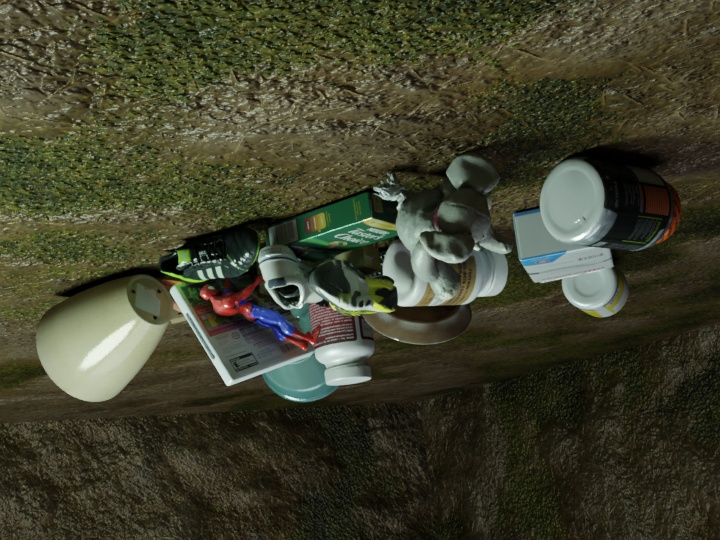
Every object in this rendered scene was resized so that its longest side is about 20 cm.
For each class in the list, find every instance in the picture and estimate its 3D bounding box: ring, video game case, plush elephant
[{"bbox_3d":[-0.272,0.052,1.729,0.198,0.019,0.201,15,159,6],"label":"ring"},{"bbox_3d":[-0.187,0.083,1.618,0.199,0.183,0.023,-16,157,-50],"label":"video game case"},{"bbox_3d":[0.130,-0.062,1.328,0.199,0.166,0.154,35,168,-37],"label":"plush elephant"}]

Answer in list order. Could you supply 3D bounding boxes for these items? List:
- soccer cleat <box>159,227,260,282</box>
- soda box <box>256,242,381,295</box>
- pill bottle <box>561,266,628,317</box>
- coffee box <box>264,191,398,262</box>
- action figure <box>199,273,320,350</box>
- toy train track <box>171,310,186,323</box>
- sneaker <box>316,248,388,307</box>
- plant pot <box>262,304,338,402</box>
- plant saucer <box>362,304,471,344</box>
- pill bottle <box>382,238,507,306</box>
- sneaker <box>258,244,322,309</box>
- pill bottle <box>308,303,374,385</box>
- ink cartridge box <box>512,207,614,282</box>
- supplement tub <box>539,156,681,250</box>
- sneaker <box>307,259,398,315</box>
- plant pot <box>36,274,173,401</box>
[{"bbox_3d":[-0.228,-0.019,1.508,0.081,0.068,0.199,6,163,-43],"label":"soccer cleat"},{"bbox_3d":[-0.069,-0.012,1.624,0.198,0.069,0.064,-15,165,25],"label":"soda box"},{"bbox_3d":[0.488,0.036,2.059,0.111,0.113,0.200,-13,166,22],"label":"pill bottle"},{"bbox_3d":[-0.030,-0.062,1.489,0.198,0.045,0.122,-16,164,32],"label":"coffee box"},{"bbox_3d":[-0.157,0.047,1.590,0.198,0.100,0.065,22,152,-22],"label":"action figure"},{"bbox_3d":[-0.264,0.060,1.898,0.198,0.033,0.115,-13,160,-5],"label":"toy train track"},{"bbox_3d":[0.000,0.000,1.758,0.198,0.071,0.090,-18,-159,-9],"label":"sneaker"},{"bbox_3d":[-0.125,0.142,1.998,0.198,0.202,0.196,-9,159,3],"label":"plant pot"},{"bbox_3d":[0.099,0.056,1.761,0.198,0.201,0.032,-5,125,-13],"label":"plant saucer"},{"bbox_3d":[0.148,0.002,1.707,0.198,0.116,0.114,-1,165,-32],"label":"pill bottle"},{"bbox_3d":[-0.105,0.027,1.522,0.072,0.072,0.200,-10,159,17],"label":"sneaker"},{"bbox_3d":[-0.035,0.103,1.833,0.112,0.202,0.113,-7,167,-2],"label":"pill bottle"},{"bbox_3d":[0.343,-0.048,1.683,0.143,0.085,0.200,-12,166,14],"label":"ink cartridge box"},{"bbox_3d":[0.361,-0.092,1.430,0.198,0.124,0.122,4,162,-40],"label":"supplement tub"},{"bbox_3d":[-0.023,0.039,1.557,0.084,0.075,0.199,-19,156,33],"label":"sneaker"},{"bbox_3d":[-0.408,0.094,1.678,0.199,0.189,0.186,-33,155,34],"label":"plant pot"}]
